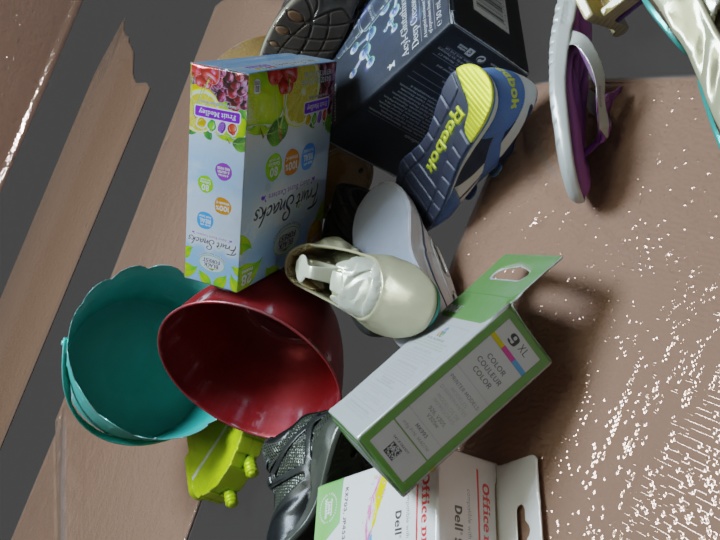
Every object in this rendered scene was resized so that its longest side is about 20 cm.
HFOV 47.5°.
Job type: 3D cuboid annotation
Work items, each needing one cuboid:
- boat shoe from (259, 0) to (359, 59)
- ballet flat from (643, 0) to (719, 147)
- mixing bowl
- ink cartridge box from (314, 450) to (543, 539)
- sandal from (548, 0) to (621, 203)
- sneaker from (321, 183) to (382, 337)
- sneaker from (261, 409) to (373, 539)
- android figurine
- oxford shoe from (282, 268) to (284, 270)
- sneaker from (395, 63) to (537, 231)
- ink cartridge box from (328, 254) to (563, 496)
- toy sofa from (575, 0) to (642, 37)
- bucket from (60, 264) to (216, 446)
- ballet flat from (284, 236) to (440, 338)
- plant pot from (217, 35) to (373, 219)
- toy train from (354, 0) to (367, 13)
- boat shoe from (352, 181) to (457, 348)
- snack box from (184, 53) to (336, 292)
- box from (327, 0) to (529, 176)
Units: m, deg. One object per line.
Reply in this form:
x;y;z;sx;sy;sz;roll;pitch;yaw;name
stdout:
-0.041;-0.293;0.889;0.200;0.074;0.073;-49;27;19;boat shoe
0.246;-0.148;0.538;0.069;0.069;0.201;-37;56;39;ballet flat
-0.097;0.071;0.849;0.200;0.200;0.109;-35;22;41;mixing bowl
0.045;0.210;0.633;0.200;0.067;0.118;-32;45;43;ink cartridge box
0.184;-0.152;0.661;0.050;0.082;0.204;-7;62;26;sandal
0.000;0.000;0.848;0.091;0.076;0.201;-59;27;35;sneaker
-0.057;0.225;0.776;0.114;0.076;0.200;-1;67;58;sneaker
-0.159;0.193;0.977;0.182;0.041;0.200;-57;30;14;android figurine
-0.131;-0.026;0.970;0.073;0.084;0.201;-54;-24;-38;oxford shoe
0.097;-0.107;0.766;0.074;0.082;0.200;60;144;21;sneaker
0.076;0.073;0.626;0.200;0.059;0.104;-41;9;-9;ink cartridge box
0.256;-0.276;0.632;0.200;0.097;0.083;-36;68;40;toy sofa
-0.245;0.105;0.952;0.135;0.206;0.208;-31;45;60;bucket
-0.010;0.011;0.707;0.200;0.069;0.070;20;88;59;ballet flat
-0.073;-0.151;0.968;0.187;0.186;0.200;-57;48;16;plant pot
0.057;-0.345;0.929;0.201;0.114;0.085;-59;38;15;toy train
0.045;0.004;0.763;0.073;0.065;0.201;-30;49;23;boat shoe
-0.094;-0.101;0.790;0.067;0.169;0.201;16;113;21;snack box
0.061;-0.222;0.851;0.200;0.107;0.149;-35;44;41;box
